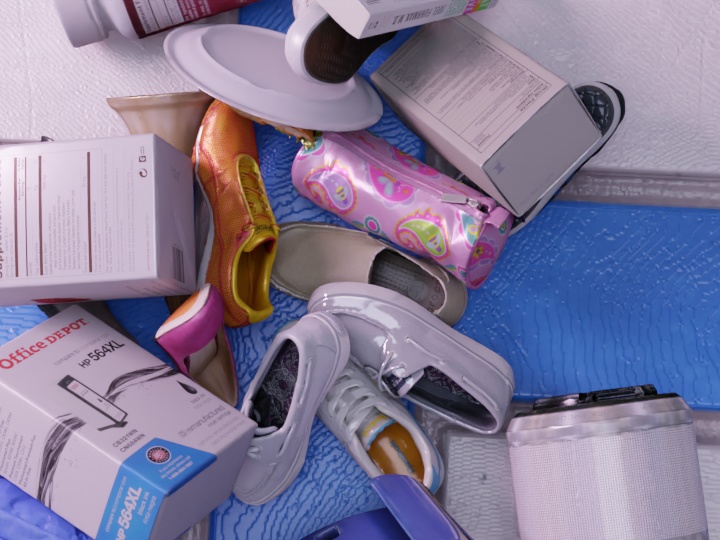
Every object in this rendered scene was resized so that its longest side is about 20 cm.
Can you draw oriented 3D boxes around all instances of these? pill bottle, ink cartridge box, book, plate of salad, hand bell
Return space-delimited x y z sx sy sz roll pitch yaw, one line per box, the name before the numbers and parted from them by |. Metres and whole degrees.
pill bottle | -0.175 -0.272 1.509 0.198 0.114 0.116 -17 84 -1
ink cartridge box | -0.208 0.130 1.383 0.199 0.146 0.085 31 120 15
book | 0.023 -0.265 1.458 0.134 0.199 0.048 46 128 20
plate of salad | -0.077 -0.161 1.472 0.198 0.200 0.048 21 116 2
hand bell | -0.166 -0.057 1.513 0.103 0.104 0.203 -4 96 0

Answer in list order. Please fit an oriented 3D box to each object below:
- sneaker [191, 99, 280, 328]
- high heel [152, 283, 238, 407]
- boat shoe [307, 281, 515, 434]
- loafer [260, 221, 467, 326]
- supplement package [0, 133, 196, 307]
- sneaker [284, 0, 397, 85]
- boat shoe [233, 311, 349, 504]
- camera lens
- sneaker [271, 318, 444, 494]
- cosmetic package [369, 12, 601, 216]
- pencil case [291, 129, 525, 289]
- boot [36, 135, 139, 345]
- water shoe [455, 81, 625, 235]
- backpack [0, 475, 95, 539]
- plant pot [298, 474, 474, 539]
sneaker | -0.099 -0.052 1.476 0.077 0.073 0.203 -4 90 41
high heel | -0.125 0.072 1.431 0.096 0.200 0.067 46 69 -2
boat shoe | 0.041 0.080 1.460 0.199 0.069 0.072 32 129 -15
loafer | 0.000 0.000 1.502 0.197 0.068 0.077 13 85 2
supplement package | -0.247 -0.038 1.416 0.197 0.121 0.121 -4 83 10
sneaker | -0.035 -0.210 1.475 0.084 0.200 0.074 14 113 19
boat shoe | -0.074 0.124 1.441 0.072 0.068 0.201 47 125 21
camera lens | 0.211 0.203 1.434 0.158 0.160 0.203 -7 85 0
sneaker | 0.000 0.118 1.485 0.077 0.081 0.200 -45 84 -2
cosmetic package | 0.104 -0.141 1.454 0.103 0.200 0.073 -42 130 -1
pencil case | 0.039 -0.063 1.477 0.199 0.087 0.088 29 85 21
boot | -0.243 -0.020 1.507 0.200 0.068 0.131 42 88 6
water shoe | 0.158 -0.089 1.511 0.199 0.079 0.072 -38 81 23
backpack | -0.278 0.230 1.418 0.161 0.200 0.170 20 85 3
plant pot | 0.042 0.297 1.381 0.180 0.200 0.200 -43 111 -3
